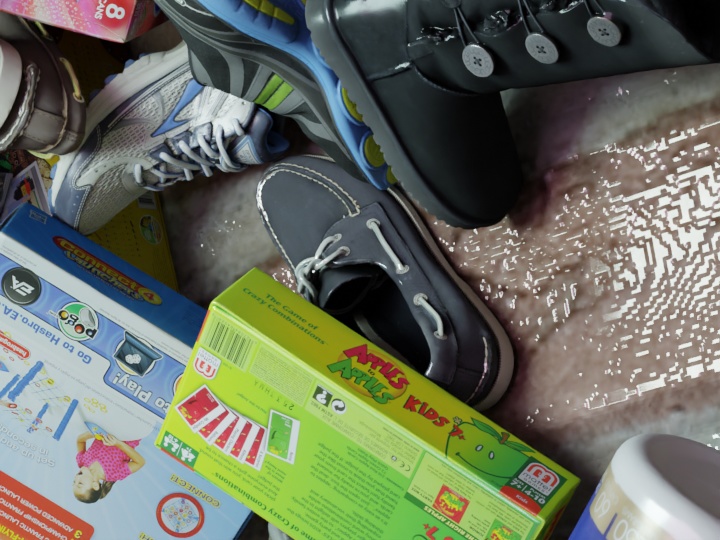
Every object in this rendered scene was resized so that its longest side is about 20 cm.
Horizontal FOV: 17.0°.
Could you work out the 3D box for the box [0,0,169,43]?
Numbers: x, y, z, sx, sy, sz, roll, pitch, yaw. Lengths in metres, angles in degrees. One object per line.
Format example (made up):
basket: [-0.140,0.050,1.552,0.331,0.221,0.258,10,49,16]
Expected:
box: [-0.147,-0.190,1.328,0.094,0.200,0.103,17,99,0]

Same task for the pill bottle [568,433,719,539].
pill bottle: [0.129,0.187,1.126,0.116,0.116,0.200,38,110,35]

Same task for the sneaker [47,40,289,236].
sneaker: [-0.087,-0.084,1.330,0.200,0.077,0.085,-45,72,2]

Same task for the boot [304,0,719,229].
boot: [0.093,-0.098,1.160,0.200,0.165,0.066,-14,41,38]

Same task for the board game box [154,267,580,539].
board game box: [0.001,0.097,1.223,0.200,0.048,0.102,33,125,13]

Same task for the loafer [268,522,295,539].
loafer: [-0.006,0.201,1.248,0.070,0.075,0.200,-63,34,25]

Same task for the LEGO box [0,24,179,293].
LEGO box: [-0.197,-0.028,1.442,0.149,0.077,0.201,-26,70,35]

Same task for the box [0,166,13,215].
box: [-0.313,-0.062,1.341,0.157,0.200,0.050,23,100,22]

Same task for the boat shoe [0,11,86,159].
boat shoe: [-0.199,-0.112,1.344,0.072,0.059,0.200,-63,25,10]

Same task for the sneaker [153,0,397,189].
sneaker: [-0.040,-0.116,1.257,0.083,0.200,0.071,-1,57,48]

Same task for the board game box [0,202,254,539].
board game box: [-0.154,0.097,1.339,0.200,0.056,0.196,32,111,-4]

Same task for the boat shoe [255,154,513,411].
boat shoe: [0.000,0.000,1.284,0.200,0.063,0.073,46,114,33]
